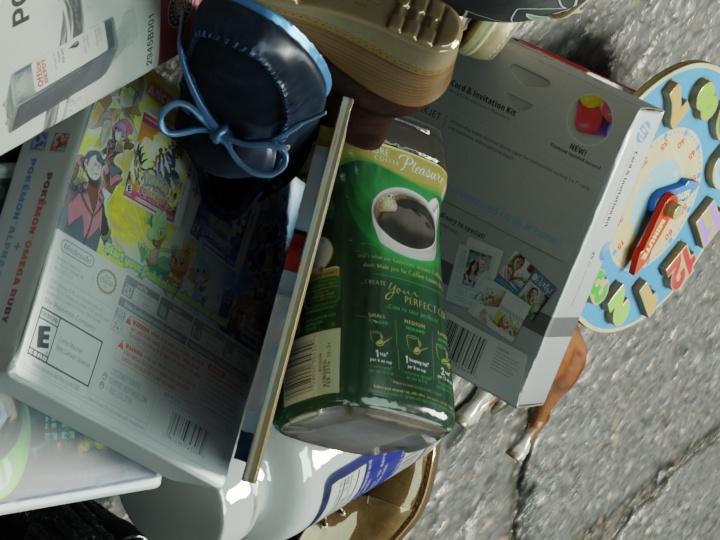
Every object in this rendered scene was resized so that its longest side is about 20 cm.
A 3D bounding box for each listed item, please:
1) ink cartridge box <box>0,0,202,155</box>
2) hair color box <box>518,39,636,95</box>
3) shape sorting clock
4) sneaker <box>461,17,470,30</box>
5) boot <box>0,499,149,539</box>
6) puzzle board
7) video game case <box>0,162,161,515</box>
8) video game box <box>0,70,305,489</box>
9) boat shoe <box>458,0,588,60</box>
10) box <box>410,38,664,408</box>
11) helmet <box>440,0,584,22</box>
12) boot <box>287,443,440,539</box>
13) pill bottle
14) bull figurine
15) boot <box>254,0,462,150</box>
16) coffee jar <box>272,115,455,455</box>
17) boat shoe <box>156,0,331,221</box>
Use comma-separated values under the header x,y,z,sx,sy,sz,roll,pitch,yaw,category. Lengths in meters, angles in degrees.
x,y,z,sx,sy,sz,roll,pitch,yaw,category
-0.162,-0.147,1.209,0.200,0.085,0.146,-33,140,-37,ink cartridge box
0.151,-0.080,1.766,0.200,0.064,0.111,15,102,-58,hair color box
0.203,-0.049,1.770,0.200,0.039,0.201,-38,144,-35,shape sorting clock
0.054,-0.213,1.491,0.201,0.075,0.090,-65,155,5,sneaker
-0.132,0.196,1.468,0.080,0.157,0.211,-53,149,-14,boot
-0.038,0.014,1.361,0.151,0.017,0.201,110,-6,-85,puzzle board
-0.169,0.034,1.353,0.200,0.023,0.183,-4,99,-56,video game case
-0.116,-0.001,1.365,0.200,0.047,0.183,36,67,-52,video game box
0.125,-0.191,1.587,0.072,0.065,0.200,-34,-164,53,boat shoe
0.080,-0.039,1.599,0.041,0.155,0.201,-3,117,-58,box
0.078,-0.231,1.370,0.200,0.199,0.192,-33,109,-39,helmet
-0.012,0.157,1.716,0.075,0.074,0.201,16,103,-49,boot
-0.048,0.095,1.551,0.200,0.119,0.120,-26,136,-45,pill bottle
0.102,0.056,1.806,0.122,0.065,0.200,-56,148,-1,bull figurine
-0.049,-0.136,1.377,0.073,0.199,0.166,-63,-172,-22,boot
0.000,0.000,1.489,0.104,0.085,0.201,18,63,-40,coffee jar
-0.054,-0.072,1.289,0.069,0.084,0.200,-58,164,-15,boat shoe
